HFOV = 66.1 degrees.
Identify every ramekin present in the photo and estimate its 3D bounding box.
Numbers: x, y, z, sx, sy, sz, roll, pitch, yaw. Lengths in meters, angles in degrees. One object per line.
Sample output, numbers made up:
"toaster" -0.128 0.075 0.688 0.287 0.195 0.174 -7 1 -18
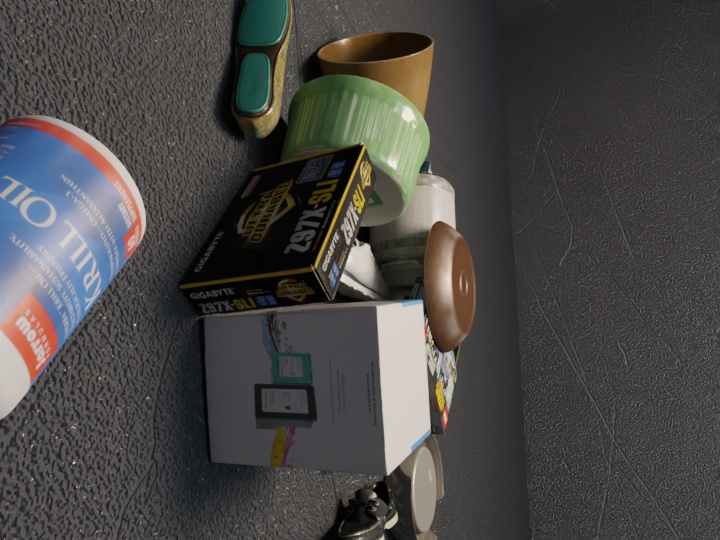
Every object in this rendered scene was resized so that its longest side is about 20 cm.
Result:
"ramekin" -0.012 -0.144 0.725 0.200 0.195 0.100 50 48 -52

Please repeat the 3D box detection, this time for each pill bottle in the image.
"pill bottle" -0.215 0.012 0.306 0.203 0.109 0.114 -72 147 -43

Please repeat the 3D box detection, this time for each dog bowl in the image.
"dog bowl" 0.100 0.402 1.021 0.199 0.057 0.207 -6 90 -67

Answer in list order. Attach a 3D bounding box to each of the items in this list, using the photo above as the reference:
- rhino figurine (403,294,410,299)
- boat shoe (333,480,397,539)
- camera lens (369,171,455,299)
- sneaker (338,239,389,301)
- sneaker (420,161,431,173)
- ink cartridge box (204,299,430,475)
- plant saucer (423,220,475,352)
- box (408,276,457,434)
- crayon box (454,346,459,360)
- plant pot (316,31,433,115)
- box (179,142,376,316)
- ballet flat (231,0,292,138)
"rhino figurine" 0.060 0.102 0.876 0.090 0.059 0.199 66 23 0
"boat shoe" 0.009 0.349 0.801 0.198 0.072 0.068 20 64 -65
"camera lens" 0.092 -0.061 0.986 0.159 0.156 0.207 26 61 -63
"sneaker" 0.000 0.000 0.845 0.200 0.074 0.083 39 61 -61
"sneaker" 0.123 -0.162 1.191 0.201 0.074 0.083 -60 140 -51
"ink cartridge box" -0.041 0.112 0.580 0.146 0.194 0.151 1 85 -66
"plant saucer" 0.147 0.024 0.863 0.199 0.036 0.207 -4 90 -65
"box" 0.109 0.132 0.861 0.138 0.039 0.204 -63 143 -49
"crayon box" 0.180 0.159 1.188 0.203 0.056 0.121 88 12 -50
"plant pot" 0.032 -0.262 0.904 0.188 0.181 0.205 -64 153 -51
"box" -0.078 -0.047 0.583 0.203 0.155 0.050 -71 146 -43
"ballet flat" -0.118 -0.251 0.669 0.071 0.069 0.206 41 47 -57
